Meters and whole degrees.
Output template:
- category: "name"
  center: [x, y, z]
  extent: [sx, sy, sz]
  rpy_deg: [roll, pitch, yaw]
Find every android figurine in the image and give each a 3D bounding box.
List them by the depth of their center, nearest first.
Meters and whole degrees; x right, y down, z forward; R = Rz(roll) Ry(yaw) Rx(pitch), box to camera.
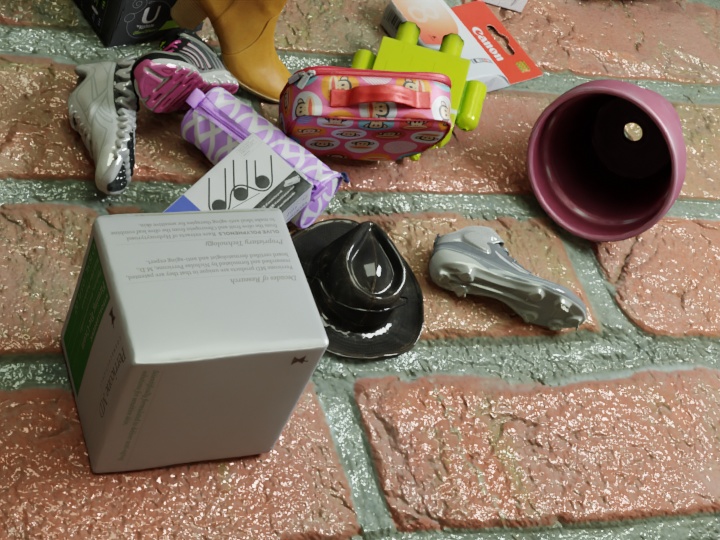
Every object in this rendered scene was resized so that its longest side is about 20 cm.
- category: "android figurine"
  center: [0.070, -0.229, 1.847]
  extent: [0.181, 0.041, 0.201]
  rpy_deg: [14, 61, 1]

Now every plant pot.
- category: "plant pot"
  center: [0.335, -0.157, 1.852]
  extent: [0.200, 0.200, 0.179]
  rpy_deg: [40, 31, 9]

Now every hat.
- category: "hat"
  center: [0.000, 0.000, 1.612]
  extent: [0.199, 0.081, 0.201]
  rpy_deg: [13, 47, -15]

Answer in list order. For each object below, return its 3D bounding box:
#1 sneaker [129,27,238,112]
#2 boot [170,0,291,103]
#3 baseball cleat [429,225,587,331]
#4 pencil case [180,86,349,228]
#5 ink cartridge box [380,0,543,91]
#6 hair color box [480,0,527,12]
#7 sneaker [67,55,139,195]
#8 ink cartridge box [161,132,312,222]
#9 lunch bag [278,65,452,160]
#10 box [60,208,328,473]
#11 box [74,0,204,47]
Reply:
- category: "sneaker"
  center: [-0.218, -0.238, 1.667]
  extent: [0.088, 0.074, 0.200]
  rpy_deg: [55, 21, 10]
- category: "boot"
  center: [-0.119, -0.301, 1.735]
  extent: [0.201, 0.144, 0.071]
  rpy_deg: [37, 38, -24]
- category: "baseball cleat"
  center: [0.181, 0.001, 1.711]
  extent: [0.199, 0.070, 0.107]
  rpy_deg: [21, 46, -10]
- category: "pencil case"
  center: [-0.116, -0.131, 1.661]
  extent: [0.200, 0.085, 0.084]
  rpy_deg: [35, 89, 11]
- category: "ink cartridge box"
  center: [0.150, -0.320, 1.984]
  extent: [0.199, 0.050, 0.163]
  rpy_deg: [-21, 64, -34]
- category: "hair color box"
  center: [0.163, -0.455, 2.063]
  extent: [0.199, 0.110, 0.065]
  rpy_deg: [13, 46, -16]
- category: "sneaker"
  center: [-0.293, -0.163, 1.623]
  extent: [0.080, 0.075, 0.201]
  rpy_deg: [2, 48, -8]
- category: "ink cartridge box"
  center: [-0.153, -0.051, 1.557]
  extent: [0.094, 0.044, 0.200]
  rpy_deg: [42, 69, 11]
- category: "lunch bag"
  center: [0.006, -0.188, 1.691]
  extent: [0.199, 0.176, 0.083]
  rpy_deg: [2, 80, -12]
- category: "box"
  center: [-0.167, 0.068, 1.388]
  extent: [0.199, 0.199, 0.172]
  rpy_deg: [-4, 55, -27]
- category: "box"
  center: [-0.288, -0.398, 1.779]
  extent: [0.148, 0.125, 0.200]
  rpy_deg: [-19, 62, -37]
